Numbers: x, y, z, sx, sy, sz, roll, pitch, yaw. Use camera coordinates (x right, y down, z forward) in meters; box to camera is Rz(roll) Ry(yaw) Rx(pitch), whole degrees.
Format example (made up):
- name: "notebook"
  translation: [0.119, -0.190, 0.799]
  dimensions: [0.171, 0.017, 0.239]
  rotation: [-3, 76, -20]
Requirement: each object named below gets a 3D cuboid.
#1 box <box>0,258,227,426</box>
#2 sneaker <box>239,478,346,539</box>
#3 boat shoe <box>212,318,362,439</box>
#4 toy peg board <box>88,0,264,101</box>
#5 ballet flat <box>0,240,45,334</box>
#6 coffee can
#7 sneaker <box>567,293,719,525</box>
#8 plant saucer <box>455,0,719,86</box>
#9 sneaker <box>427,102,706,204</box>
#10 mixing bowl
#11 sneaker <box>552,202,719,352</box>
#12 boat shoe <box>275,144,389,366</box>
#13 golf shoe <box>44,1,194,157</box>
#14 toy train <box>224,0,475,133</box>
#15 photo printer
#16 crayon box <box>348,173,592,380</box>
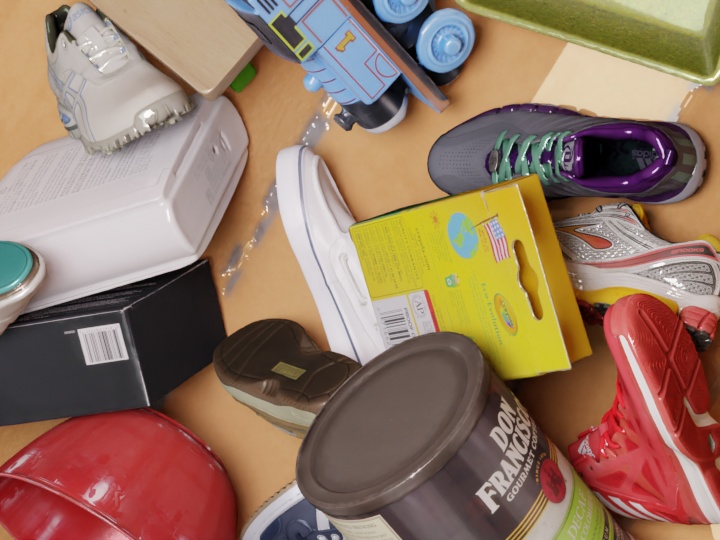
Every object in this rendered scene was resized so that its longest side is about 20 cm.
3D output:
- name: "box"
  translation: [-0.218, 0.057, 1.713]
  dimensions: [0.199, 0.141, 0.079]
  rotation: [-9, 104, 24]
- name: "sneaker"
  translation: [0.011, 0.179, 1.662]
  dimensions: [0.200, 0.070, 0.109]
  rotation: [-36, 77, 18]
- name: "boat shoe"
  translation: [-0.042, 0.092, 1.648]
  dimensions: [0.072, 0.200, 0.076]
  rotation: [-37, 115, -12]
- name: "toy peg board"
  translation: [-0.106, -0.246, 1.685]
  dimensions: [0.200, 0.098, 0.199]
  rotation: [40, 87, 16]
- name: "ballet flat"
  translation: [-0.282, 0.019, 1.631]
  dimensions: [0.199, 0.069, 0.070]
  rotation: [-2, 92, 36]
- name: "coffee can"
  translation: [0.073, 0.160, 1.523]
  dimensions: [0.146, 0.147, 0.200]
  rotation: [-28, 120, 22]
- name: "sneaker"
  translation: [0.173, 0.103, 1.543]
  dimensions: [0.115, 0.079, 0.201]
  rotation: [-9, 125, 30]
- name: "plant saucer"
  translation: [0.185, -0.247, 1.573]
  dimensions: [0.199, 0.048, 0.201]
  rotation: [20, 101, 22]
- name: "sneaker"
  translation: [0.130, -0.082, 1.582]
  dimensions: [0.199, 0.087, 0.075]
  rotation: [-1, 86, 23]
- name: "mixing bowl"
  translation: [-0.164, 0.168, 1.692]
  dimensions: [0.199, 0.201, 0.109]
  rotation: [24, 64, 21]
- name: "sneaker"
  translation: [0.161, -0.007, 1.593]
  dimensions: [0.199, 0.078, 0.083]
  rotation: [17, 73, 26]
- name: "boat shoe"
  translation: [0.000, 0.000, 1.663]
  dimensions: [0.065, 0.074, 0.201]
  rotation: [-19, 95, 20]
- name: "golf shoe"
  translation: [-0.186, -0.141, 1.663]
  dimensions: [0.200, 0.078, 0.098]
  rotation: [20, 136, 62]
- name: "toy train"
  translation: [-0.008, -0.175, 1.590]
  dimensions: [0.114, 0.200, 0.087]
  rotation: [-46, 39, -1]
- name: "photo printer"
  translation: [-0.192, -0.046, 1.691]
  dimensions: [0.199, 0.167, 0.070]
  rotation: [-16, 119, 23]
- name: "crayon box"
  translation: [0.080, 0.011, 1.551]
  dimensions: [0.200, 0.051, 0.128]
  rotation: [-11, 96, 58]
